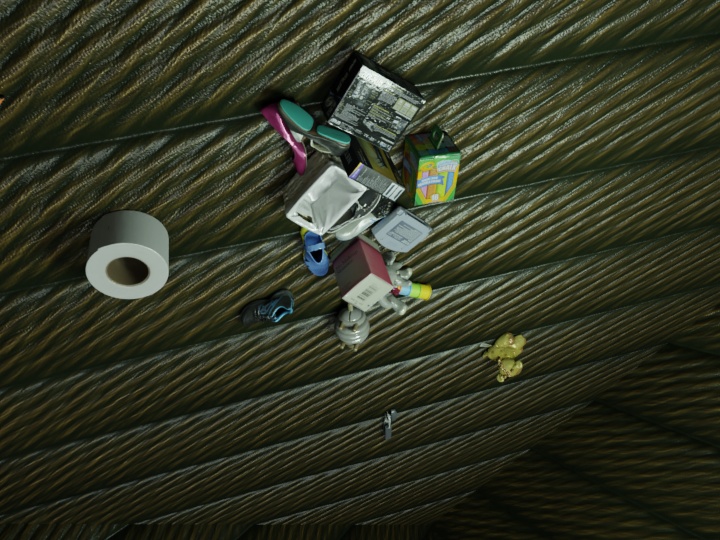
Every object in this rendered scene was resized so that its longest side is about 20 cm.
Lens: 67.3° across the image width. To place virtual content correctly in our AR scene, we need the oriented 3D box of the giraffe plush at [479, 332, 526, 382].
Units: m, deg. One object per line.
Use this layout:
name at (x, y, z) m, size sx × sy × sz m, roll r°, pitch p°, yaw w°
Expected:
giraffe plush at (0.620, 0.374, 2.275) m, size 0.199 × 0.163 × 0.173 m, roll -4°, pitch 135°, yaw -16°

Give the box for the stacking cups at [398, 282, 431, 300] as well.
stacking cups at (0.150, 0.063, 1.878) m, size 0.199 × 0.061 × 0.061 m, roll 9°, pitch 129°, yaw -27°

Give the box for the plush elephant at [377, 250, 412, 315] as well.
plush elephant at (0.095, 0.032, 1.750) m, size 0.199 × 0.165 × 0.155 m, roll 21°, pitch 165°, yaw -13°

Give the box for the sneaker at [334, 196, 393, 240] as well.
sneaker at (0.008, -0.157, 1.618) m, size 0.199 × 0.072 × 0.072 m, roll -31°, pitch 178°, yaw 0°

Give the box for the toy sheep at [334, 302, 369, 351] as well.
toy sheep at (-0.030, 0.194, 1.895) m, size 0.137 × 0.138 × 0.201 m, roll -7°, pitch 129°, yaw -13°

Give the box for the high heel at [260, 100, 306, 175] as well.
high heel at (-0.192, -0.329, 1.371) m, size 0.096 × 0.067 × 0.201 m, roll -13°, pitch 124°, yaw -12°

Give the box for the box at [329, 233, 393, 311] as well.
box at (0.000, 0.000, 1.662) m, size 0.128 × 0.200 × 0.109 m, roll -41°, pitch 132°, yaw 21°

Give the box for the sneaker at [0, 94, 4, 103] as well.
sneaker at (-0.822, -0.400, 1.087) m, size 0.090 × 0.070 × 0.200 m, roll -37°, pitch 136°, yaw -3°

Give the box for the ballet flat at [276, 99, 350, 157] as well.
ballet flat at (-0.121, -0.333, 1.308) m, size 0.199 × 0.068 × 0.068 m, roll 29°, pitch 135°, yaw -11°

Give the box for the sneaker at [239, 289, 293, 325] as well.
sneaker at (-0.309, 0.136, 1.774) m, size 0.199 × 0.082 × 0.073 m, roll -28°, pitch 137°, yaw 11°

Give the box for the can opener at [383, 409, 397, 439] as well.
can opener at (0.137, 0.724, 2.531) m, size 0.066 × 0.053 × 0.201 m, roll -9°, pitch 135°, yaw -12°

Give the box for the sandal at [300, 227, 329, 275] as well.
sandal at (-0.137, -0.048, 1.651) m, size 0.079 × 0.087 × 0.200 m, roll -18°, pitch 138°, yaw -4°

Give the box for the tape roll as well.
tape roll at (-0.619, -0.041, 1.449) m, size 0.202 × 0.140 × 0.203 m, roll -9°, pitch 135°, yaw -10°

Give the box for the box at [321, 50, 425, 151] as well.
box at (0.030, -0.416, 1.346) m, size 0.199 × 0.086 × 0.164 m, roll 17°, pitch 126°, yaw -32°

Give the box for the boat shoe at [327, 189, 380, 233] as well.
boat shoe at (-0.029, -0.177, 1.551) m, size 0.199 × 0.074 × 0.060 m, roll -30°, pitch 178°, yaw 2°

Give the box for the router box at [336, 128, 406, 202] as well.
router box at (0.019, -0.281, 1.393) m, size 0.157 × 0.200 × 0.052 m, roll 22°, pitch 123°, yaw -35°

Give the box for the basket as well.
basket at (-0.104, -0.220, 1.466) m, size 0.135 × 0.124 × 0.200 m, roll 28°, pitch 120°, yaw -38°

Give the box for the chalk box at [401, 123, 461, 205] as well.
chalk box at (0.193, -0.301, 1.492) m, size 0.123 × 0.125 × 0.201 m, roll -10°, pitch 134°, yaw -10°

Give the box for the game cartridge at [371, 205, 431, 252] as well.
game cartridge at (0.124, -0.121, 1.676) m, size 0.133 × 0.042 × 0.200 m, roll -36°, pitch 149°, yaw 22°
